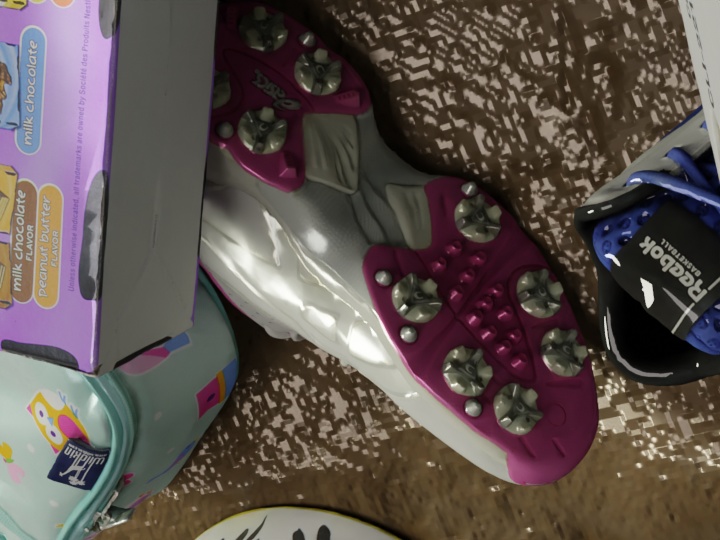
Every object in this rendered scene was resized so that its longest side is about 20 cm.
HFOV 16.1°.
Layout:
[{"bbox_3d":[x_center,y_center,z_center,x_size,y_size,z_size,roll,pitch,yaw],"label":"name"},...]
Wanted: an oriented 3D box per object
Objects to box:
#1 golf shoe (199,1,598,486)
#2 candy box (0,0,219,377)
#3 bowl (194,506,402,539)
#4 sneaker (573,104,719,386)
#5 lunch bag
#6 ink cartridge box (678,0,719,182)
[{"bbox_3d":[0.000,0.000,0.871,0.200,0.075,0.092,48,144,10],"label":"golf shoe"},{"bbox_3d":[-0.149,-0.073,0.821,0.199,0.071,0.169,12,107,22],"label":"candy box"},{"bbox_3d":[-0.027,0.199,0.955,0.200,0.094,0.202,14,117,29],"label":"bowl"},{"bbox_3d":[0.128,-0.030,0.727,0.080,0.115,0.200,41,128,12],"label":"sneaker"},{"bbox_3d":[-0.141,0.012,0.948,0.200,0.077,0.161,48,142,9],"label":"lunch bag"},{"bbox_3d":[0.191,-0.041,0.639,0.198,0.084,0.145,-14,105,5],"label":"ink cartridge box"}]
